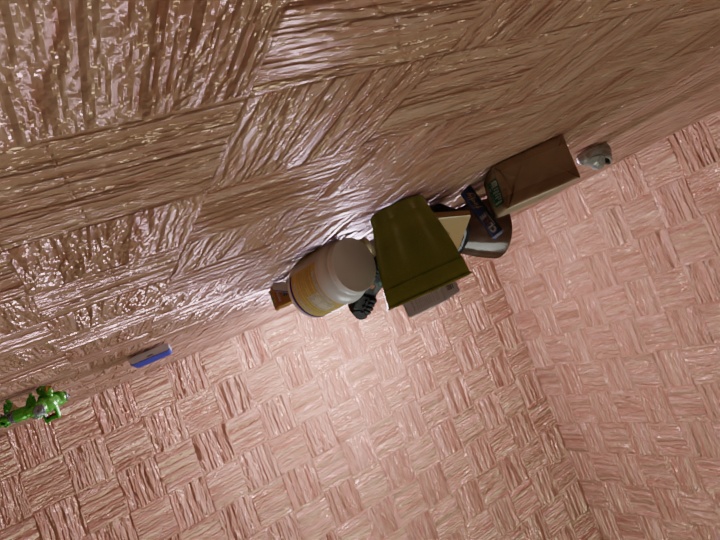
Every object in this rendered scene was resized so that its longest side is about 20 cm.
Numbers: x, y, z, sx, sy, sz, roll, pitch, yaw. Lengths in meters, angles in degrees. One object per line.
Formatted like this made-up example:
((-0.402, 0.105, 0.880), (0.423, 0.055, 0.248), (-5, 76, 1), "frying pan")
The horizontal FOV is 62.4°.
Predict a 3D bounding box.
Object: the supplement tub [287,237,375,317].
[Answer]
((-0.068, 0.016, 1.375), (0.143, 0.150, 0.198), (-19, 175, -39), "supplement tub")

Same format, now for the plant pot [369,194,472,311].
((0.111, -0.045, 1.258), (0.195, 0.198, 0.200), (-22, 176, -2), "plant pot")

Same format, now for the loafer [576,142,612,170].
((0.724, -0.345, 1.824), (0.197, 0.072, 0.069), (-20, 176, -42), "loafer")

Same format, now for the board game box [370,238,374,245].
((0.102, -0.088, 1.759), (0.194, 0.042, 0.200), (-24, 176, -8), "board game box")

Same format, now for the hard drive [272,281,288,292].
((-0.130, 0.044, 1.664), (0.195, 0.026, 0.130), (-2, -178, -39), "hard drive")

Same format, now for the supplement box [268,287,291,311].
((-0.176, 0.052, 1.800), (0.195, 0.068, 0.069), (-23, 176, -19), "supplement box")

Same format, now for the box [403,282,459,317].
((0.187, 0.011, 1.792), (0.128, 0.205, 0.198), (-26, 176, 23), "box")

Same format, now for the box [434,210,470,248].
((0.153, -0.089, 1.422), (0.192, 0.022, 0.165), (-4, 155, -4), "box")

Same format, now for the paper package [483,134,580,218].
((0.392, -0.212, 1.393), (0.186, 0.106, 0.200), (-24, 177, 4), "paper package")

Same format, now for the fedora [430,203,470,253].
((0.184, -0.101, 1.535), (0.196, 0.203, 0.093), (-24, -142, 11), "fedora")

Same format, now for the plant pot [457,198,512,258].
((0.336, -0.124, 1.842), (0.194, 0.194, 0.186), (-6, 169, -26), "plant pot")

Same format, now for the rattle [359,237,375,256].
((0.000, 0.000, 1.579), (0.141, 0.133, 0.199), (-33, 163, 16), "rattle")

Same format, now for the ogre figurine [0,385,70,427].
((-0.891, 0.375, 1.644), (0.116, 0.102, 0.200), (-11, 165, 5), "ogre figurine")

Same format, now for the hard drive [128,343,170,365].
((-0.703, 0.288, 1.999), (0.129, 0.026, 0.200), (-23, 176, -19), "hard drive")

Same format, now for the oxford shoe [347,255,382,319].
((0.026, 0.011, 1.430), (0.203, 0.072, 0.084), (-55, -147, 2), "oxford shoe")

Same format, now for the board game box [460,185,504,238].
((0.321, -0.148, 1.550), (0.034, 0.137, 0.199), (-37, 172, 13), "board game box")
